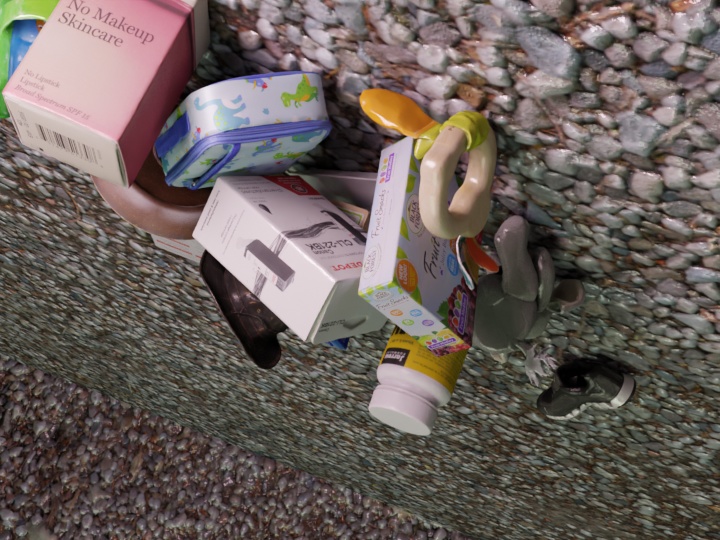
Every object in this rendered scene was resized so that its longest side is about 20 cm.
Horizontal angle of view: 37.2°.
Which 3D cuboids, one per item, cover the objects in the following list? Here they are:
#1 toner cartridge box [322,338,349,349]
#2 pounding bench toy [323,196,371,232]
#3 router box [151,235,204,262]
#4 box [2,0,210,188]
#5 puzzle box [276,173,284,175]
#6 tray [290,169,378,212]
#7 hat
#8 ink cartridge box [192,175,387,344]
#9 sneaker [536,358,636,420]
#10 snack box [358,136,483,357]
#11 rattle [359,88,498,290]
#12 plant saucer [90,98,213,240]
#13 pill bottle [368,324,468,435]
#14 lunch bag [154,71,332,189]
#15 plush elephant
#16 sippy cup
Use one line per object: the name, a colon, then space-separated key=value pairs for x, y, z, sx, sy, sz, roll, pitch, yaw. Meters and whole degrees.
toner cartridge box: x=-0.055 y=0.043 z=1.598 sx=0.043 sy=0.096 sz=0.200 roll=11 pitch=162 yaw=20
pounding bench toy: x=0.000 y=0.000 z=1.333 sx=0.199 sy=0.125 sz=0.156 roll=18 pitch=174 yaw=30
router box: x=-0.234 y=-0.060 z=1.639 sx=0.198 sy=0.049 sz=0.180 roll=21 pitch=159 yaw=8
box: x=-0.252 y=-0.208 z=1.086 sx=0.127 sy=0.201 sz=0.109 roll=22 pitch=158 yaw=3
puzzle box: x=-0.122 y=-0.098 z=1.463 sx=0.199 sy=0.026 sz=0.133 roll=36 pitch=156 yaw=-29
tray: x=0.007 y=-0.093 z=1.306 sx=0.107 sy=0.022 sz=0.199 roll=39 pitch=163 yaw=-34
hat: x=-0.145 y=0.036 z=1.545 sx=0.080 sy=0.202 sz=0.201 roll=-28 pitch=137 yaw=15
ink cartridge box: x=-0.064 y=-0.018 z=1.186 sx=0.200 sy=0.084 sz=0.144 roll=41 pitch=-153 yaw=26
sneaker: x=0.315 y=0.171 z=1.593 sx=0.090 sy=0.067 sz=0.200 roll=33 pitch=154 yaw=-17
snack box: x=0.071 y=-0.028 z=1.170 sx=0.053 sy=0.201 sz=0.142 roll=-22 pitch=135 yaw=37
rattle: x=0.072 y=-0.081 z=1.131 sx=0.141 sy=0.131 sz=0.201 roll=7 pitch=146 yaw=18
plant saucer: x=-0.222 y=-0.131 z=1.263 sx=0.199 sy=0.201 sz=0.032 roll=29 pitch=141 yaw=-15
pill bottle: x=0.091 y=0.123 z=1.519 sx=0.113 sy=0.201 sz=0.114 roll=20 pitch=159 yaw=8
lunch bag: x=-0.134 y=-0.150 z=1.171 sx=0.159 sy=0.083 sz=0.200 roll=-10 pitch=174 yaw=-28
plush elephant: x=0.183 y=0.037 z=1.317 sx=0.201 sy=0.164 sz=0.155 roll=56 pitch=-162 yaw=2
sippy cup: x=-0.346 y=-0.236 z=1.220 sx=0.129 sy=0.141 sz=0.178 roll=7 pitch=-170 yaw=-12
